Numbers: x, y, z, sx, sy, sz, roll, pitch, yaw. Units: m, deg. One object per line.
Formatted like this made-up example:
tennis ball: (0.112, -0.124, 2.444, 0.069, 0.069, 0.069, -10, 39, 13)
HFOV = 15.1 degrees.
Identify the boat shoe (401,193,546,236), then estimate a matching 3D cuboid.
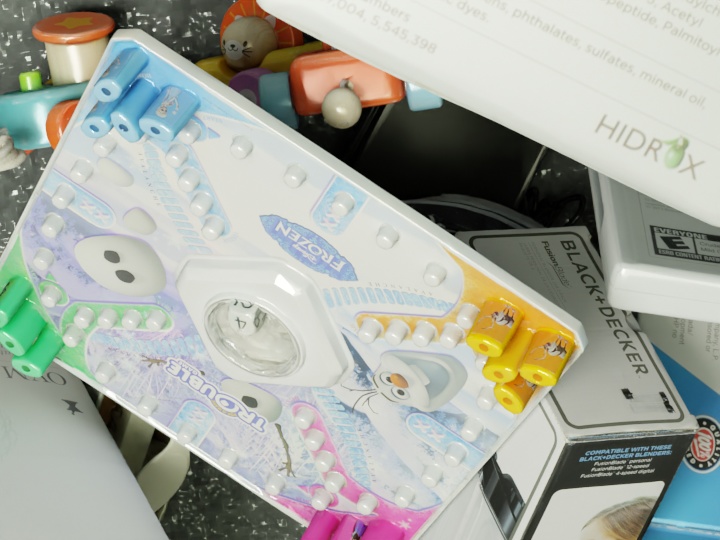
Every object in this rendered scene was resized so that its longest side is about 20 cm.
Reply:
boat shoe: (0.000, 0.000, 1.099, 0.200, 0.068, 0.072, 12, 98, -15)

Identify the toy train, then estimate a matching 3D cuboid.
toy train: (-0.066, -0.080, 1.071, 0.199, 0.150, 0.056, -8, 97, 7)

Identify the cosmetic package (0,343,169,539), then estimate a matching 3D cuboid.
cosmetic package: (-0.196, 0.116, 1.077, 0.199, 0.200, 0.123, 5, 122, -33)

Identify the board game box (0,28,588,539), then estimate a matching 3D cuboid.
board game box: (-0.040, 0.025, 1.022, 0.200, 0.026, 0.200, 33, 142, -2)

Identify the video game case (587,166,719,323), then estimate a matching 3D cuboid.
video game case: (0.189, -0.023, 1.075, 0.199, 0.182, 0.023, 8, 119, -4)

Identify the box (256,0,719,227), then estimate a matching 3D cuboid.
box: (0.081, -0.157, 1.008, 0.200, 0.199, 0.172, 25, 110, -11)

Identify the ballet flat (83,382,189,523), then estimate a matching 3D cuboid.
ballet flat: (-0.080, 0.038, 1.156, 0.067, 0.064, 0.200, 6, 118, -35)

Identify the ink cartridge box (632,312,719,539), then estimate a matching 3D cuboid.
ink cartridge box: (0.202, 0.054, 1.125, 0.199, 0.086, 0.147, 9, 73, -6)

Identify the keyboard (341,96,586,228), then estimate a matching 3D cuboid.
keyboard: (0.019, 0.001, 1.161, 0.104, 0.040, 0.200, 26, 99, -15)

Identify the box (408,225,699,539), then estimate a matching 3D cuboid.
box: (0.054, 0.092, 1.091, 0.060, 0.117, 0.200, -2, 135, -26)
